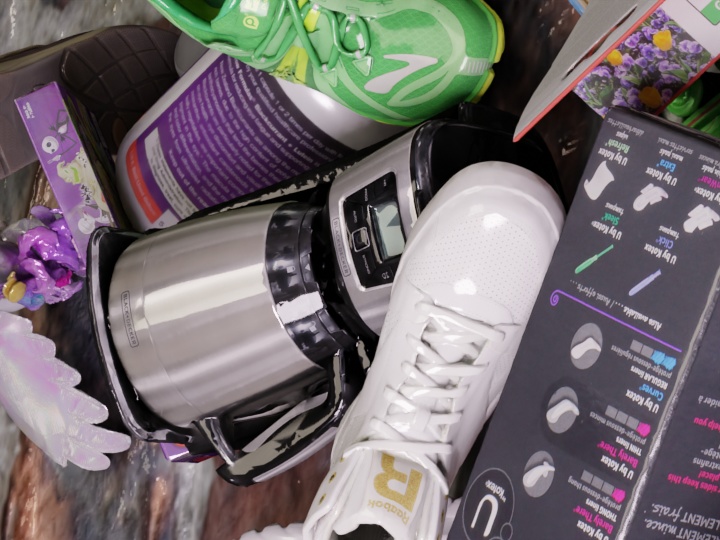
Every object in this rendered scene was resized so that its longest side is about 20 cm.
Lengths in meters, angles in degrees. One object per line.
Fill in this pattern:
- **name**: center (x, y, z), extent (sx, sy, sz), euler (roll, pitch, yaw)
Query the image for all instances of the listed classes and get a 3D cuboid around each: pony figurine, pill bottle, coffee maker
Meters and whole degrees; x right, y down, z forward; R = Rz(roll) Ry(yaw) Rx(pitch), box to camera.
- **pony figurine**: center (-0.202, -0.001, 1.613), extent (0.193, 0.200, 0.167), euler (34, 98, 37)
- **pill bottle**: center (-0.027, -0.084, 1.447), extent (0.200, 0.111, 0.112), euler (-41, 46, 37)
- **coffee maker**: center (0.000, 0.000, 1.344), extent (0.200, 0.192, 0.135), euler (-18, 100, 28)

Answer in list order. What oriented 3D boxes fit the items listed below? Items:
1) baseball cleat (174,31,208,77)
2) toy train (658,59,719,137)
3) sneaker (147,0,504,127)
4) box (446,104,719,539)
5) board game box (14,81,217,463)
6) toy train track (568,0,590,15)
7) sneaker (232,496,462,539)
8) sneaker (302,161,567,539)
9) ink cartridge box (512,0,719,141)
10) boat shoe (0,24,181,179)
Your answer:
- **baseball cleat**: center (-0.062, -0.181, 1.535), extent (0.200, 0.106, 0.070), euler (-47, 38, 30)
- **toy train**: center (0.188, -0.091, 1.223), extent (0.200, 0.042, 0.056), euler (-42, 57, 36)
- **sneaker**: center (-0.028, -0.116, 1.327), extent (0.200, 0.084, 0.074), euler (18, 99, 25)
- **box**: center (0.139, 0.050, 1.160), extent (0.106, 0.122, 0.200), euler (28, 99, 54)
- **board game box**: center (-0.120, 0.004, 1.476), extent (0.120, 0.032, 0.200), euler (89, 158, -84)
- **toy train track**: center (0.093, -0.156, 1.376), extent (0.115, 0.033, 0.200), euler (-32, 50, -4)
- **sneaker**: center (-0.010, 0.163, 1.354), extent (0.200, 0.075, 0.082), euler (-22, 58, 47)
- **sneaker**: center (0.031, 0.059, 1.189), extent (0.116, 0.074, 0.200), euler (-74, 4, -52)
- **ink cartridge box**: center (0.139, -0.116, 1.197), extent (0.109, 0.050, 0.200), euler (-44, 8, 35)
- **boat shoe**: center (-0.177, -0.098, 1.580), extent (0.073, 0.200, 0.075), euler (13, 110, 46)
